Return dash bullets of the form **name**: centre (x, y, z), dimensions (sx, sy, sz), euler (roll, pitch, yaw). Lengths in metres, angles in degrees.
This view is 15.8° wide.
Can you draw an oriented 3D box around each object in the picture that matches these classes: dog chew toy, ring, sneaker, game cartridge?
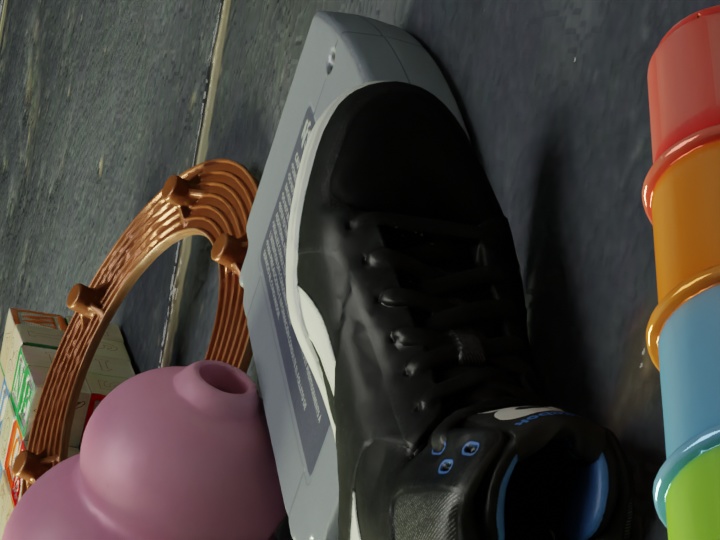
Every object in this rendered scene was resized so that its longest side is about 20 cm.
- **dog chew toy**: centre (-0.084, 0.122, 0.953), dimensions (0.125, 0.124, 0.200), euler (-111, 40, -60)
- **ring**: centre (-0.100, 0.042, 1.121), dimensions (0.200, 0.019, 0.201), euler (-43, 33, 37)
- **sneaker**: centre (0.033, 0.030, 0.699), dimensions (0.112, 0.073, 0.200), euler (142, 127, -63)
- **game cartridge**: centre (0.000, 0.000, 0.877), dimensions (0.200, 0.041, 0.133), euler (-105, 26, -55)

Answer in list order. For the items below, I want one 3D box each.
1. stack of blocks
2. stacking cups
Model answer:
- **stack of blocks**: centre (-0.146, 0.107, 1.272), dimensions (0.200, 0.058, 0.115), euler (-124, 46, -67)
- **stacking cups**: centre (0.082, 0.027, 0.531), dimensions (0.061, 0.060, 0.200), euler (119, 155, -49)
